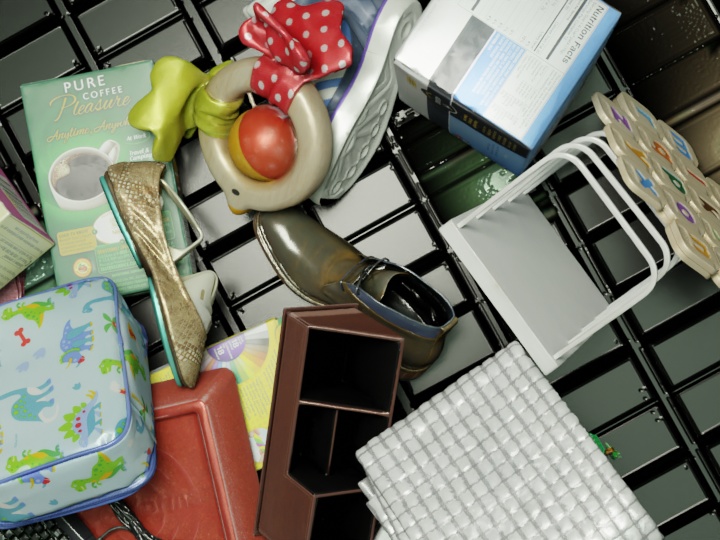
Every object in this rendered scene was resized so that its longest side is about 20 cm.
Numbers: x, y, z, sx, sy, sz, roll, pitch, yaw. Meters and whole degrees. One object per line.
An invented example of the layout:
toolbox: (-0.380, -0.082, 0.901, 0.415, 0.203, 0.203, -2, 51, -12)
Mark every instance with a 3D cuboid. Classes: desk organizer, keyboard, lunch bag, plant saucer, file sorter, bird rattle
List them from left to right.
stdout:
lunch bag: (-0.253, 0.106, 1.357, 0.161, 0.082, 0.200, -18, 46, 3)
keyboard: (-0.229, 0.234, 1.375, 0.127, 0.021, 0.200, -44, 85, 7)
plant saucer: (-0.183, 0.199, 1.395, 0.199, 0.037, 0.200, -13, 87, 9)
bird rattle: (-0.079, -0.133, 1.380, 0.200, 0.113, 0.163, -19, 97, 28)
desk organizer: (-0.026, 0.134, 1.337, 0.072, 0.077, 0.200, -3, 110, -34)
file sorter: (0.178, -0.028, 1.326, 0.125, 0.200, 0.139, -38, 85, 24)

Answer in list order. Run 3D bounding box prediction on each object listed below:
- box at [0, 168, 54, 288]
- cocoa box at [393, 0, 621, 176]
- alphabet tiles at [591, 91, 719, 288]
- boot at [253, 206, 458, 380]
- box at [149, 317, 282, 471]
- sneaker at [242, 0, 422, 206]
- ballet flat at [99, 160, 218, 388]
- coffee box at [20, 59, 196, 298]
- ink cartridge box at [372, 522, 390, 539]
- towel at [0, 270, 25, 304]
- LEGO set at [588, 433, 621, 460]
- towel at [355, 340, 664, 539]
box: (-0.398, -0.035, 1.411, 0.200, 0.097, 0.176, -39, 70, 0)
cocoa box: (0.116, -0.172, 1.352, 0.131, 0.200, 0.133, 33, 89, 4)
alphabet tiles: (0.260, -0.060, 1.344, 0.196, 0.200, 0.015, 31, 121, -34)
boot: (0.000, 0.000, 1.395, 0.200, 0.097, 0.075, 42, 60, 0)
box: (-0.113, 0.121, 1.432, 0.200, 0.048, 0.117, -24, 86, 5)
sneaker: (-0.045, -0.173, 1.434, 0.146, 0.081, 0.200, 27, 101, 20)
ballet flat: (-0.156, -0.003, 1.383, 0.065, 0.071, 0.200, -20, 85, -8)
coffee box: (-0.218, -0.075, 1.447, 0.123, 0.044, 0.200, -12, 87, 3)
ink cartridge box: (0.091, 0.228, 1.394, 0.145, 0.084, 0.200, 31, 90, 3)
towel: (-0.368, 0.094, 1.461, 0.144, 0.023, 0.200, 0, 88, 4)
LEGO set: (0.146, 0.232, 1.315, 0.200, 0.116, 0.154, -35, 58, -4)
towel: (0.109, 0.179, 1.239, 0.166, 0.086, 0.200, -36, 59, -1)
